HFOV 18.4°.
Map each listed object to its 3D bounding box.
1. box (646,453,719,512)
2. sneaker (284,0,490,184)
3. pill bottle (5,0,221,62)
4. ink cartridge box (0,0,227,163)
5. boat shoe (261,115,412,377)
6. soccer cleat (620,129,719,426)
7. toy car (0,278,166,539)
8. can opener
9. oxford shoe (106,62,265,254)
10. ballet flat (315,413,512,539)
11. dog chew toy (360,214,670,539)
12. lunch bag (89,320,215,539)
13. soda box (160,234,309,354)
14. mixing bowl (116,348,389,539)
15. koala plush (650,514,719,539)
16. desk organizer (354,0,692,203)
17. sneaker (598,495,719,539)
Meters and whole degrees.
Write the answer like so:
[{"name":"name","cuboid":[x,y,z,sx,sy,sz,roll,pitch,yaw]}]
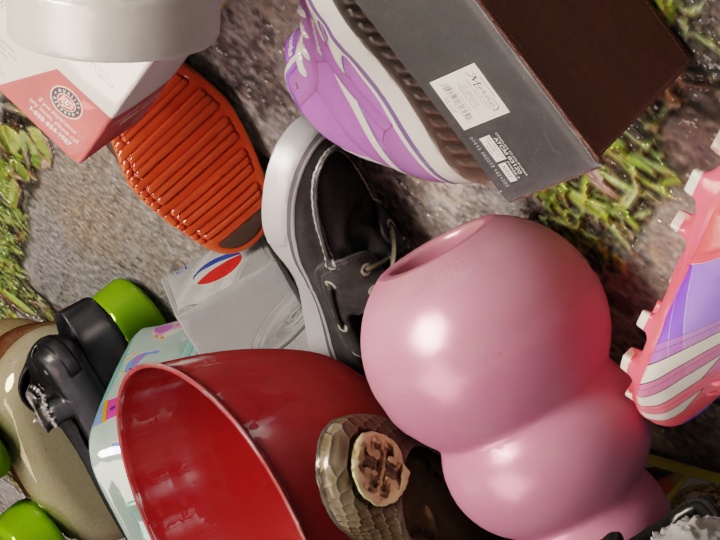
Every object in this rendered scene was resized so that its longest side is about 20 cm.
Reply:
[{"name":"box","cuboid":[0.142,0.135,1.187,0.200,0.050,0.075,14,137,43]},{"name":"sneaker","cuboid":[-0.014,-0.125,1.048,0.114,0.073,0.201,13,137,48]},{"name":"pill bottle","cuboid":[-0.107,-0.199,0.962,0.114,0.114,0.201,19,117,38]},{"name":"ink cartridge box","cuboid":[-0.118,-0.164,1.096,0.116,0.067,0.200,44,128,2]},{"name":"boat shoe","cuboid":[0.000,0.000,1.186,0.066,0.070,0.200,22,144,27]},{"name":"soccer cleat","cuboid":[0.170,0.017,0.998,0.076,0.067,0.200,28,145,16]},{"name":"toy car","cuboid":[-0.221,0.093,1.500,0.200,0.164,0.158,16,140,56]},{"name":"can opener","cuboid":[-0.151,0.117,1.390,0.063,0.079,0.200,28,144,61]},{"name":"oxford shoe","cuboid":[-0.121,-0.095,1.242,0.200,0.071,0.073,53,177,-16]},{"name":"ballet flat","cuboid":[0.046,0.126,1.136,0.046,0.068,0.200,-3,151,37]},{"name":"dog chew toy","cuboid":[0.085,0.075,1.095,0.124,0.124,0.200,-16,106,57]},{"name":"lunch bag","cuboid":[-0.086,0.140,1.368,0.077,0.161,0.200,-16,117,20]},{"name":"soda box","cuboid":[-0.038,0.077,1.307,0.200,0.068,0.063,61,179,-24]},{"name":"mixing bowl","cuboid":[-0.034,0.120,1.203,0.200,0.108,0.201,40,144,38]},{"name":"koala plush","cuboid":[0.211,0.133,0.945,0.184,0.200,0.178,-5,124,54]},{"name":"desk organizer","cuboid":[0.045,-0.136,0.949,0.200,0.077,0.072,52,150,-10]},{"name":"sneaker","cuboid":[0.186,0.155,1.056,0.071,0.200,0.098,-134,46,-61]}]
